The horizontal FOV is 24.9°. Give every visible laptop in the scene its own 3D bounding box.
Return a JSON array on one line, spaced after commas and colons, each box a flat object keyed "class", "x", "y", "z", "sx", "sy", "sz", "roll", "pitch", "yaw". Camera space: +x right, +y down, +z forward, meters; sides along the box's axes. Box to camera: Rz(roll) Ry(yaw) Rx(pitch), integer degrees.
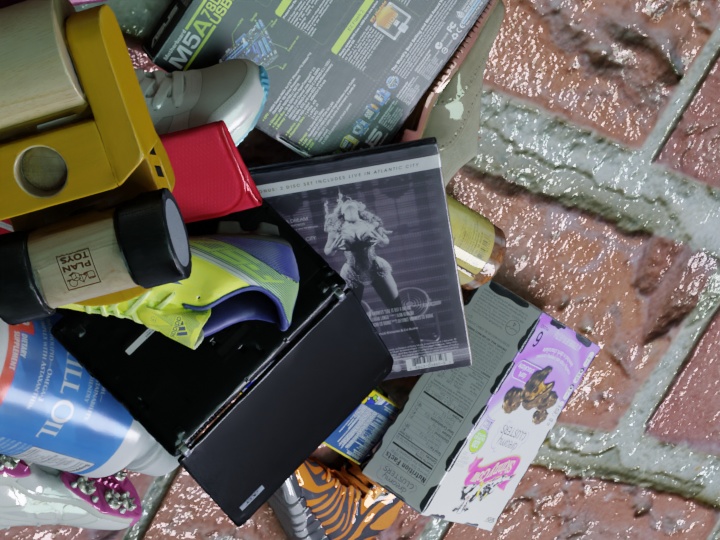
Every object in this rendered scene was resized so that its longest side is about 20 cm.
[{"class": "laptop", "x": -0.095, "y": 0.058, "z": 1.208, "sx": 0.200, "sy": 0.103, "sz": 0.177, "roll": 45, "pitch": 79, "yaw": -1}]

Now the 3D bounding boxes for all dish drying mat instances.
[{"class": "dish drying mat", "x": -0.173, "y": -0.050, "z": 1.116, "sx": 0.199, "sy": 0.018, "sz": 0.077, "roll": -12, "pitch": 131, "yaw": 15}]

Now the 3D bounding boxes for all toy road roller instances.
[{"class": "toy road roller", "x": -0.181, "y": -0.073, "z": 1.008, "sx": 0.122, "sy": 0.146, "sz": 0.201, "roll": -15, "pitch": 109, "yaw": 7}]

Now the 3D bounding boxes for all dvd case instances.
[{"class": "dvd case", "x": 0.000, "y": 0.000, "z": 1.247, "sx": 0.148, "sy": 0.016, "sz": 0.201, "roll": -10, "pitch": 121, "yaw": 3}]

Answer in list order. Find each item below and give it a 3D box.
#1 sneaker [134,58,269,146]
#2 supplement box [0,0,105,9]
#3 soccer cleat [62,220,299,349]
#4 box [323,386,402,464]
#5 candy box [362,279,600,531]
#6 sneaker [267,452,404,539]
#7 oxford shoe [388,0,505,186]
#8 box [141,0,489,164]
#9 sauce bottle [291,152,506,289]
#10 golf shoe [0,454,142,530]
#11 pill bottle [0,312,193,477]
[{"class": "sneaker", "x": -0.159, "y": -0.104, "z": 1.124, "sx": 0.199, "sy": 0.077, "sz": 0.081, "roll": -20, "pitch": 129, "yaw": 9}, {"class": "supplement box", "x": -0.248, "y": -0.219, "z": 0.988, "sx": 0.199, "sy": 0.131, "sz": 0.104, "roll": -13, "pitch": 125, "yaw": -24}, {"class": "soccer cleat", "x": -0.140, "y": 0.013, "z": 1.111, "sx": 0.199, "sy": 0.084, "sz": 0.065, "roll": -3, "pitch": 161, "yaw": -11}, {"class": "box", "x": -0.057, "y": 0.086, "z": 1.352, "sx": 0.064, "sy": 0.070, "sz": 0.200, "roll": -51, "pitch": 132, "yaw": 3}, {"class": "candy box", "x": 0.110, "y": 0.121, "z": 1.431, "sx": 0.200, "sy": 0.071, "sz": 0.168, "roll": -59, "pitch": 152, "yaw": 2}, {"class": "sneaker", "x": -0.027, "y": 0.184, "z": 1.444, "sx": 0.112, "sy": 0.078, "sz": 0.200, "roll": -36, "pitch": 143, "yaw": -13}, {"class": "oxford shoe", "x": 0.065, "y": -0.128, "z": 1.271, "sx": 0.074, "sy": 0.071, "sz": 0.200, "roll": 32, "pitch": 85, "yaw": -30}, {"class": "box", "x": -0.025, "y": -0.189, "z": 1.183, "sx": 0.193, "sy": 0.048, "sz": 0.200, "roll": 30, "pitch": 101, "yaw": -25}, {"class": "sauce bottle", "x": 0.031, "y": -0.050, "z": 1.321, "sx": 0.200, "sy": 0.066, "sz": 0.066, "roll": 31, "pitch": 100, "yaw": -34}, {"class": "golf shoe", "x": -0.265, "y": 0.172, "z": 1.286, "sx": 0.200, "sy": 0.075, "sz": 0.092, "roll": 28, "pitch": 117, "yaw": -39}, {"class": "pill bottle", "x": -0.222, "y": 0.092, "z": 1.223, "sx": 0.200, "sy": 0.112, "sz": 0.112, "roll": 22, "pitch": 106, "yaw": -41}]
